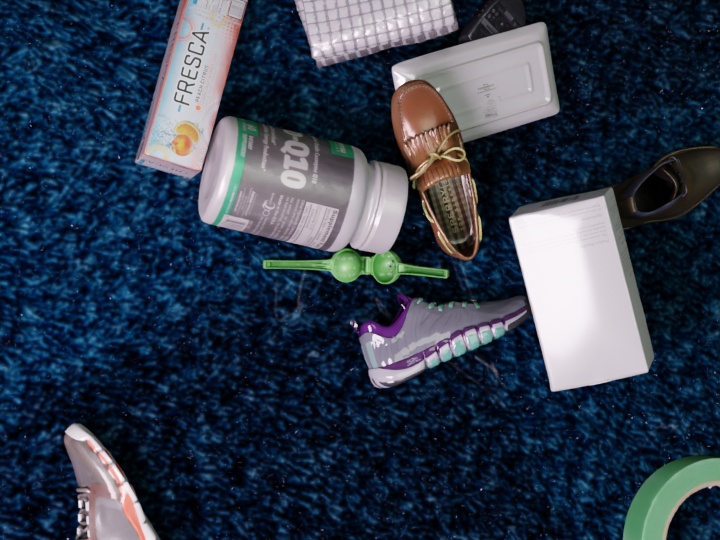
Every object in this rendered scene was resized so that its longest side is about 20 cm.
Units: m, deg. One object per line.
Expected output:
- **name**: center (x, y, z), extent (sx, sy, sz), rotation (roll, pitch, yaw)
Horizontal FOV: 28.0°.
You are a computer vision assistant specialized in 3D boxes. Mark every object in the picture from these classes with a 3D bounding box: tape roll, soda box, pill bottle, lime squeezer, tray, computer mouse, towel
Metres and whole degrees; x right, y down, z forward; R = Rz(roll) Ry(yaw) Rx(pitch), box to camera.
- **tape roll**: center (0.399, 0.313, 1.648), extent (0.200, 0.048, 0.201), rotation (1, 85, -17)
- **soda box**: center (-0.174, -0.200, 1.489), extent (0.063, 0.068, 0.201), rotation (17, 81, -15)
- **pill bottle**: center (-0.059, -0.084, 1.495), extent (0.199, 0.113, 0.114), rotation (12, 83, -17)
- **lime squeezer**: center (0.000, 0.000, 1.537), extent (0.199, 0.071, 0.038), rotation (4, 111, 12)
- **tray**: center (0.134, -0.199, 1.592), extent (0.199, 0.022, 0.108), rotation (-19, 109, -21)
- **computer mouse**: center (0.115, -0.231, 1.607), extent (0.059, 0.034, 0.200), rotation (44, 80, -27)
- **towel**: center (0.006, -0.331, 1.528), extent (0.165, 0.086, 0.201), rotation (-13, 86, 7)

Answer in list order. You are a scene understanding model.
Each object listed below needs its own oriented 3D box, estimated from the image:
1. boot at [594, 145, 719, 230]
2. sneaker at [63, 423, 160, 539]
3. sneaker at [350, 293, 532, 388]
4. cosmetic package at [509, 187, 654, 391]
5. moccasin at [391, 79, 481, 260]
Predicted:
- **boot**: center (0.358, -0.094, 1.636), extent (0.199, 0.097, 0.075), rotation (-24, 94, -17)
- **sneaker**: center (-0.255, 0.250, 1.433), extent (0.082, 0.077, 0.201), rotation (-29, 94, -11)
- **sneaker**: center (0.090, 0.052, 1.556), extent (0.199, 0.074, 0.088), rotation (-24, 89, -17)
- **cosmetic package**: center (0.242, 0.021, 1.571), extent (0.112, 0.081, 0.201), rotation (-11, 98, 18)
- **moccasin**: center (0.083, -0.105, 1.535), extent (0.073, 0.078, 0.202), rotation (-15, 109, -5)
